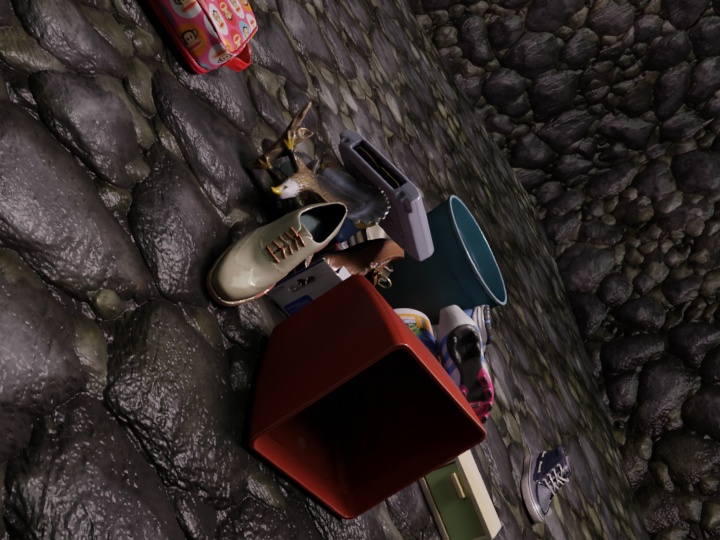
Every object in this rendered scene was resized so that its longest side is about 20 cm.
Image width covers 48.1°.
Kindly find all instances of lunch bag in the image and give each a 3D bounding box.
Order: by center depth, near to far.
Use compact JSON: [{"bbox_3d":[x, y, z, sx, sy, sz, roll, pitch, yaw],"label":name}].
[{"bbox_3d":[-0.211,-0.362,1.132,0.177,0.081,0.201,57,20,-20],"label":"lunch bag"}]

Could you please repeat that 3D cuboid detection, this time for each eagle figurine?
[{"bbox_3d":[-0.069,-0.095,1.095,0.150,0.152,0.201,-30,75,-32],"label":"eagle figurine"}]

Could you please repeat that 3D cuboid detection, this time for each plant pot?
[{"bbox_3d":[-0.005,0.128,0.928,0.200,0.198,0.177,48,14,-38],"label":"plant pot"},{"bbox_3d":[0.121,0.005,1.373,0.201,0.186,0.201,52,22,-31],"label":"plant pot"}]

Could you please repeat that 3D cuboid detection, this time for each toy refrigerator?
[{"bbox_3d":[0.131,0.307,1.202,0.070,0.075,0.203,0,66,-68],"label":"toy refrigerator"}]

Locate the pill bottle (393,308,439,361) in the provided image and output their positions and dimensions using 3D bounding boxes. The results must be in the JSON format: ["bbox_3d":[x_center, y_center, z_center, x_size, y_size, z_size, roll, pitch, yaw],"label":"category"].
[{"bbox_3d":[0.067,0.166,1.155,0.112,0.111,0.202,41,29,-47],"label":"pill bottle"}]

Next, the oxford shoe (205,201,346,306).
[{"bbox_3d":[-0.095,-0.030,0.936,0.071,0.074,0.200,52,53,-4],"label":"oxford shoe"}]

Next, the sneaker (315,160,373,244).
[{"bbox_3d":[-0.047,-0.098,1.197,0.076,0.105,0.200,57,-9,-28],"label":"sneaker"}]

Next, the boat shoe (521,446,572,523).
[{"bbox_3d":[0.390,0.437,1.674,0.075,0.092,0.200,58,20,-15],"label":"boat shoe"}]

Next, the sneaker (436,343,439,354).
[{"bbox_3d":[0.101,0.157,1.284,0.112,0.078,0.200,35,8,-42],"label":"sneaker"}]

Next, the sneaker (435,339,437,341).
[{"bbox_3d":[0.156,0.219,1.366,0.114,0.075,0.202,41,28,-43],"label":"sneaker"}]

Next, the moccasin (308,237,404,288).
[{"bbox_3d":[0.001,0.000,1.199,0.200,0.073,0.079,-20,90,-56],"label":"moccasin"}]

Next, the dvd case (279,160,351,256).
[{"bbox_3d":[-0.053,-0.072,1.273,0.199,0.022,0.148,32,38,-56],"label":"dvd case"}]

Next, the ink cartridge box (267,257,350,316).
[{"bbox_3d":[-0.031,0.059,1.061,0.200,0.094,0.037,49,24,-36],"label":"ink cartridge box"}]

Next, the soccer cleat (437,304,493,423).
[{"bbox_3d":[0.152,0.142,1.186,0.087,0.069,0.203,-114,-167,-58],"label":"soccer cleat"}]

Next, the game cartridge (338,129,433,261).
[{"bbox_3d":[0.037,-0.106,1.173,0.200,0.041,0.134,50,-18,40],"label":"game cartridge"}]

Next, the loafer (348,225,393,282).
[{"bbox_3d":[0.016,-0.078,1.323,0.075,0.069,0.203,24,44,-62],"label":"loafer"}]

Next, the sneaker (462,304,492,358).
[{"bbox_3d":[0.169,0.109,1.327,0.201,0.076,0.077,84,3,-63],"label":"sneaker"}]
